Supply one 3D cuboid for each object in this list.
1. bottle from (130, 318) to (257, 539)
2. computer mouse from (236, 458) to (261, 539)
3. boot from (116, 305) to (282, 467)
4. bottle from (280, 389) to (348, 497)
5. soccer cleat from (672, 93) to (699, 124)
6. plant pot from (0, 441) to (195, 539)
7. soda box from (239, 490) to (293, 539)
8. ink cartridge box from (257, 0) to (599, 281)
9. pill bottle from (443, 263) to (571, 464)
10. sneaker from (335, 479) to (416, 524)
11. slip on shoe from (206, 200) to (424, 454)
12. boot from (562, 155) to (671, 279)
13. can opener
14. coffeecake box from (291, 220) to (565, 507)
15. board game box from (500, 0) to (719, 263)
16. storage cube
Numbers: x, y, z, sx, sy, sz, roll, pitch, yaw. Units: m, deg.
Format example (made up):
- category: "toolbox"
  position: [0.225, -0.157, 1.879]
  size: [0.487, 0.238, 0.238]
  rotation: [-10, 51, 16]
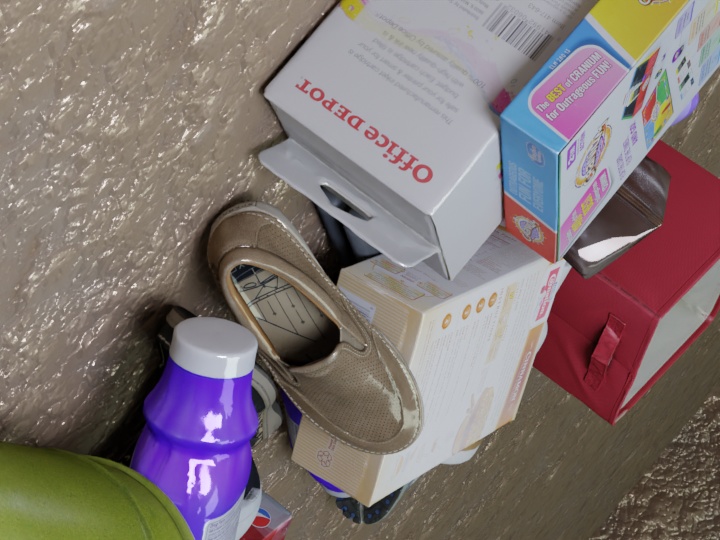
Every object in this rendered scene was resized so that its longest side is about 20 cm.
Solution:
- category: "bottle"
  position: [-0.101, 0.127, 0.915]
  size: [0.084, 0.065, 0.201]
  rotation: [-59, 163, -66]
- category: "computer mouse"
  position: [-0.102, 0.183, 1.098]
  size: [0.110, 0.044, 0.200]
  rotation: [-41, -171, 18]
- category: "boot"
  position: [-0.126, 0.114, 1.013]
  size: [0.151, 0.073, 0.200]
  rotation: [-48, 165, -12]
- category: "bottle"
  position: [-0.017, 0.125, 1.257]
  size: [0.083, 0.065, 0.200]
  rotation: [-14, 152, -7]
- category: "soccer cleat"
  position: [0.152, -0.093, 1.115]
  size: [0.067, 0.200, 0.077]
  rotation: [9, 79, -48]
- category: "plant pot"
  position: [-0.207, 0.162, 0.773]
  size: [0.201, 0.200, 0.193]
  rotation: [-51, 148, -3]
- category: "soda box"
  position: [-0.119, 0.257, 1.273]
  size: [0.070, 0.063, 0.200]
  rotation: [-34, 152, -43]
- category: "ink cartridge box"
  position: [0.046, -0.102, 0.940]
  size: [0.200, 0.128, 0.125]
  rotation: [-50, 161, -8]
- category: "pill bottle"
  position: [0.091, 0.053, 1.320]
  size: [0.114, 0.114, 0.200]
  rotation: [-14, 137, -60]
- category: "sneaker"
  position: [0.051, 0.145, 1.471]
  size: [0.200, 0.077, 0.085]
  rotation: [-49, 171, 12]
- category: "slip on shoe"
  position: [-0.025, 0.047, 0.967]
  size: [0.076, 0.200, 0.061]
  rotation: [-27, -153, 10]
- category: "boot"
  position: [0.141, -0.107, 1.035]
  size: [0.186, 0.200, 0.064]
  rotation: [-46, 160, -17]
- category: "can opener"
  position: [0.000, 0.000, 1.121]
  size: [0.066, 0.053, 0.200]
  rotation: [-46, 159, -15]
- category: "coffeecake box"
  position: [0.053, 0.057, 1.120]
  size: [0.200, 0.073, 0.154]
  rotation: [-21, 132, -52]
- category: "board game box"
  position: [0.159, -0.116, 0.923]
  size: [0.200, 0.040, 0.153]
  rotation: [-49, 161, -14]
- category: "storage cube"
  position: [0.226, -0.007, 1.426]
  size: [0.200, 0.180, 0.171]
  rotation: [-41, 157, -32]
